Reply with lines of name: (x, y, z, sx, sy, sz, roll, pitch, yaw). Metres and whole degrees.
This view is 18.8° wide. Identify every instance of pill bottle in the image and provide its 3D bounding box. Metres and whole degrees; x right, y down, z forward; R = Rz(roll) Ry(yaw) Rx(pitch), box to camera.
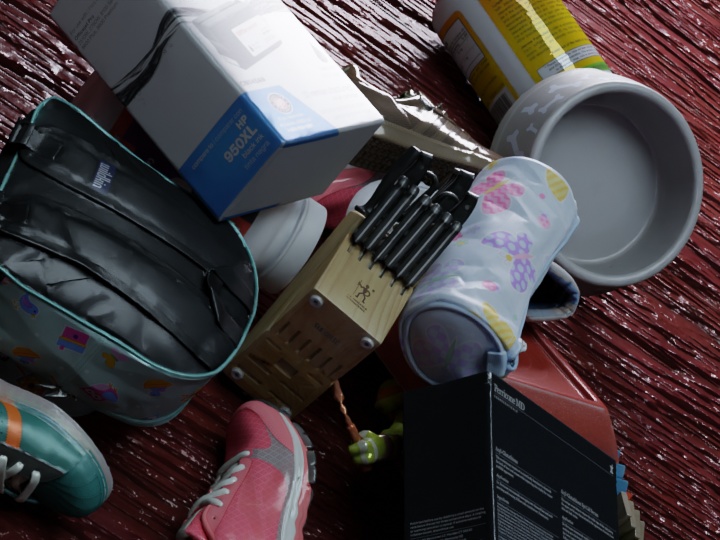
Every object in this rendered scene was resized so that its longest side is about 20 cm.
pill bottle: (0.134, -0.216, 1.973, 0.111, 0.111, 0.201, -20, 73, -49)
pill bottle: (-0.126, -0.067, 1.609, 0.199, 0.112, 0.113, 33, 41, -16)

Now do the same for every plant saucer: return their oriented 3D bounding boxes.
plant saucer: (0.091, 0.064, 1.688, 0.199, 0.037, 0.200, 17, 20, -31)

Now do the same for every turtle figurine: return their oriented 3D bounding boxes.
turtle figurine: (0.049, 0.144, 1.612, 0.162, 0.064, 0.200, 69, 15, 8)

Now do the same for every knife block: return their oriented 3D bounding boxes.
knife block: (0.000, 0.000, 1.585, 0.064, 0.200, 0.176, 40, 46, -8)

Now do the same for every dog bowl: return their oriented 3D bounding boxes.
dog bowl: (0.209, -0.075, 1.883, 0.199, 0.059, 0.202, -1, 93, -24)

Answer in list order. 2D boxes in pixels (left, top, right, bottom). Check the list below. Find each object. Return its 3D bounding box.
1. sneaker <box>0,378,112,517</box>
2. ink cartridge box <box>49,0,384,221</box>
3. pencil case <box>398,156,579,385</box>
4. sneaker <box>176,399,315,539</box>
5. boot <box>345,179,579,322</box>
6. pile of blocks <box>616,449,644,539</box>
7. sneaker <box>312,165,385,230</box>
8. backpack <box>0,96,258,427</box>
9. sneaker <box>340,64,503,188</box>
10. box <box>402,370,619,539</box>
sneaker: (-0.254, 0.106, 1.388, 0.199, 0.071, 0.080, 36, 44, -5)
ink cartridge box: (-0.101, -0.143, 1.538, 0.200, 0.084, 0.144, 49, 29, 13)
pencil case: (0.096, 0.000, 1.595, 0.200, 0.090, 0.084, -62, 147, -48)
sneaker: (-0.082, 0.167, 1.472, 0.086, 0.074, 0.201, 19, 47, -28)
boot: (0.087, -0.014, 1.703, 0.199, 0.074, 0.095, 17, 7, -39)
pile of blocks: (0.202, 0.194, 1.711, 0.062, 0.082, 0.201, 17, 47, -31)
sneaker: (0.032, -0.036, 1.759, 0.199, 0.074, 0.087, 9, 53, -37)
backpack: (-0.175, 0.011, 1.466, 0.199, 0.154, 0.176, 27, 42, -11)
sneaker: (0.057, -0.106, 1.728, 0.199, 0.070, 0.076, 22, 54, -40)
box: (0.111, 0.176, 1.558, 0.200, 0.078, 0.142, 36, 49, -49)
